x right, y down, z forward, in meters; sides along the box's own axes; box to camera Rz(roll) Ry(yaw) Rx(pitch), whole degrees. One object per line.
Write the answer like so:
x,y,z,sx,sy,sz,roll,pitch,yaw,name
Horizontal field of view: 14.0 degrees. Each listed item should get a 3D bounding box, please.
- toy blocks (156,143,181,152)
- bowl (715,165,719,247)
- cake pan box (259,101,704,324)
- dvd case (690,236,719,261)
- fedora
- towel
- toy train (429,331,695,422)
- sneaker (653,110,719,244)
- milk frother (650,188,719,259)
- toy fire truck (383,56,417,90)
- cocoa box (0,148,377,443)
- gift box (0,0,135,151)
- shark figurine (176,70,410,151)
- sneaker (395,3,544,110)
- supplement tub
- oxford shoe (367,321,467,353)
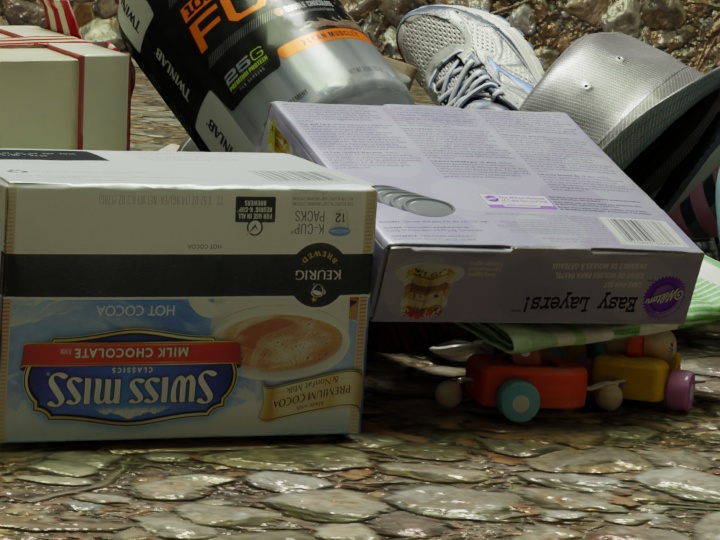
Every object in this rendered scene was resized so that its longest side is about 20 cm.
-0.096,-0.023,1.908,0.200,0.100,0.137,17,26,24,toy blocks
0.292,-0.042,1.755,0.200,0.201,0.105,1,16,-16,bowl
0.065,-0.033,1.595,0.200,0.052,0.184,0,29,-25,cake pan box
0.105,0.010,1.803,0.146,0.022,0.200,-18,-9,41,dvd case
0.150,-0.089,1.863,0.200,0.090,0.177,-39,-12,-28,fedora
0.110,0.000,1.635,0.200,0.023,0.152,-7,27,-40,towel
0.107,0.040,1.653,0.150,0.056,0.200,3,9,-8,toy train
0.234,-0.039,1.865,0.082,0.200,0.070,32,45,-5,sneaker
0.315,-0.065,1.967,0.180,0.201,0.188,3,8,-35,milk frother
-0.042,-0.095,2.006,0.128,0.177,0.200,3,0,-8,toy fire truck
-0.108,0.011,1.494,0.200,0.132,0.133,0,10,-24,cocoa box
-0.240,-0.073,1.826,0.186,0.185,0.200,-3,17,-25,gift box
-0.084,-0.098,1.870,0.128,0.090,0.214,13,39,40,shark figurine
0.089,-0.111,1.977,0.200,0.077,0.085,45,25,23,sneaker
-0.065,-0.132,1.771,0.122,0.123,0.200,-5,48,-46,supplement tub
0.000,0.000,1.724,0.200,0.071,0.075,6,30,40,oxford shoe
